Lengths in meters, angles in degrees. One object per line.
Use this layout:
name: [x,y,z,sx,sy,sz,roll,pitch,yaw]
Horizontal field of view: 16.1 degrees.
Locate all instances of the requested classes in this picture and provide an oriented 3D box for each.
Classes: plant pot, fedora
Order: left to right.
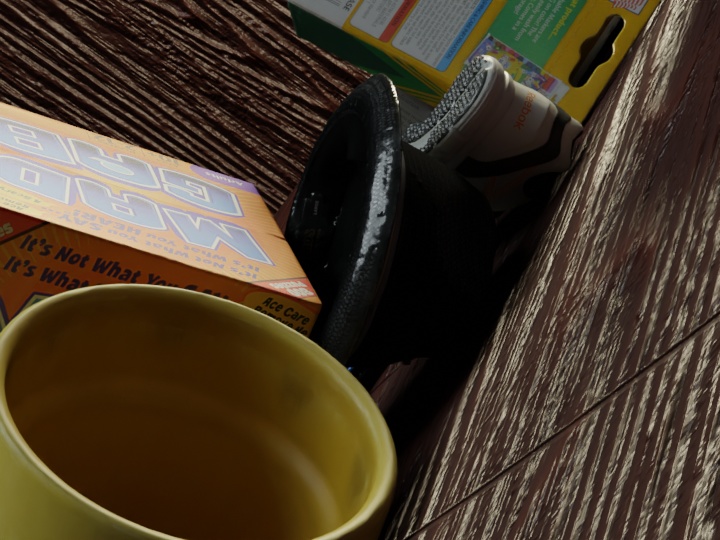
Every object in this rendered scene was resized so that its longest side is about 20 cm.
plant pot: [-0.104,0.139,1.224,0.201,0.201,0.189,-63,-5,-59]
fedora: [0.019,-0.008,1.387,0.201,0.091,0.201,-164,90,-75]

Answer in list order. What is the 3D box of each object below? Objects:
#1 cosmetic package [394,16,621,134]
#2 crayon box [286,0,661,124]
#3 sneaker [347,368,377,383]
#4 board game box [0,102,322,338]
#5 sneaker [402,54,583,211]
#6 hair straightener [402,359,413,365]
cosmetic package: [0.088,-0.139,1.629,0.200,0.108,0.085,-55,3,-17]
crayon box: [0.073,-0.159,1.552,0.126,0.200,0.052,-56,-18,-16]
sneaker: [-0.037,0.062,1.664,0.200,0.073,0.112,-51,5,25]
board game box: [-0.166,0.043,1.392,0.200,0.200,0.200,-121,52,-65]
sneaker: [0.061,-0.054,1.494,0.074,0.080,0.200,-68,12,-23]
hair straightener: [0.000,0.000,1.575,0.200,0.077,0.041,-107,19,-56]
